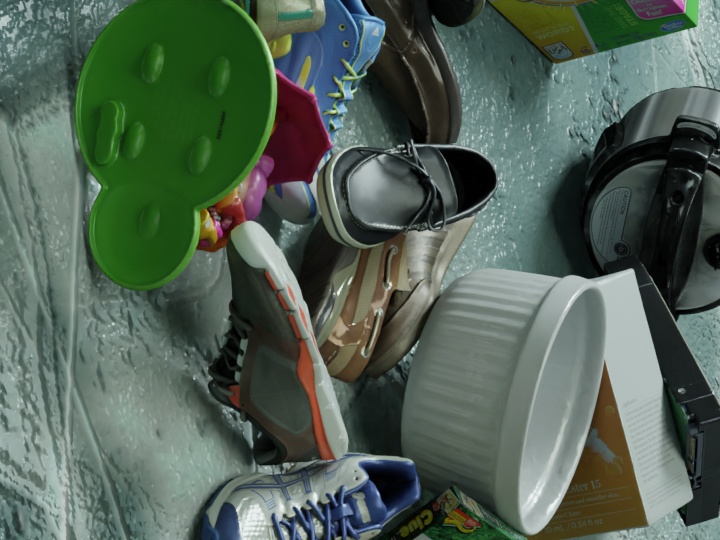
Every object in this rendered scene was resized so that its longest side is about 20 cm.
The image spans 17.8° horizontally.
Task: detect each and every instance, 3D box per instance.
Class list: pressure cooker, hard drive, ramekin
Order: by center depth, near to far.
[{"bbox_3d":[0.108,0.092,1.759,0.200,0.105,0.201,15,90,-71],"label":"ramekin"},{"bbox_3d":[0.261,0.103,1.986,0.140,0.038,0.200,83,-11,-46],"label":"hard drive"},{"bbox_3d":[0.293,-0.060,2.086,0.176,0.178,0.200,54,29,-15],"label":"pressure cooker"}]

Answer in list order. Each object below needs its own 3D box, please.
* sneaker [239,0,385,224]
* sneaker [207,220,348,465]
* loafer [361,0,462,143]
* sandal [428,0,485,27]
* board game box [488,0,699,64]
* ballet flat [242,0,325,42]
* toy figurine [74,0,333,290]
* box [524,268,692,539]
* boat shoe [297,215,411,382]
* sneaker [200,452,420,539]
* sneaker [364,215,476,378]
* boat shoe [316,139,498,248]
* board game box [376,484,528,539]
[{"bbox_3d":[-0.033,-0.139,1.685,0.076,0.105,0.201,7,72,-56],"label":"sneaker"},{"bbox_3d":[-0.068,0.061,1.551,0.077,0.082,0.201,-107,179,-57],"label":"sneaker"},{"bbox_3d":[0.025,-0.182,1.845,0.073,0.071,0.201,-140,-151,-67],"label":"loafer"},{"bbox_3d":[0.073,-0.245,1.850,0.201,0.057,0.080,-126,-166,-78],"label":"sandal"},{"bbox_3d":[0.189,-0.264,2.041,0.200,0.152,0.041,36,51,-45],"label":"board game box"},{"bbox_3d":[-0.058,-0.209,1.631,0.200,0.062,0.068,-104,-168,-60],"label":"ballet flat"},{"bbox_3d":[-0.091,-0.075,1.570,0.184,0.150,0.201,16,86,-65],"label":"toy figurine"},{"bbox_3d":[0.180,0.114,1.901,0.097,0.124,0.201,-16,91,-58],"label":"box"},{"bbox_3d":[0.000,0.000,1.704,0.072,0.076,0.201,39,54,-20],"label":"boat shoe"},{"bbox_3d":[-0.032,0.164,1.584,0.200,0.088,0.076,-28,103,-56],"label":"sneaker"},{"bbox_3d":[0.025,-0.002,1.779,0.075,0.070,0.200,37,45,-11],"label":"sneaker"},{"bbox_3d":[0.035,-0.060,1.659,0.200,0.062,0.075,-9,84,-57],"label":"boat shoe"},{"bbox_3d":[0.085,0.235,1.728,0.200,0.105,0.024,38,17,-44],"label":"board game box"}]
